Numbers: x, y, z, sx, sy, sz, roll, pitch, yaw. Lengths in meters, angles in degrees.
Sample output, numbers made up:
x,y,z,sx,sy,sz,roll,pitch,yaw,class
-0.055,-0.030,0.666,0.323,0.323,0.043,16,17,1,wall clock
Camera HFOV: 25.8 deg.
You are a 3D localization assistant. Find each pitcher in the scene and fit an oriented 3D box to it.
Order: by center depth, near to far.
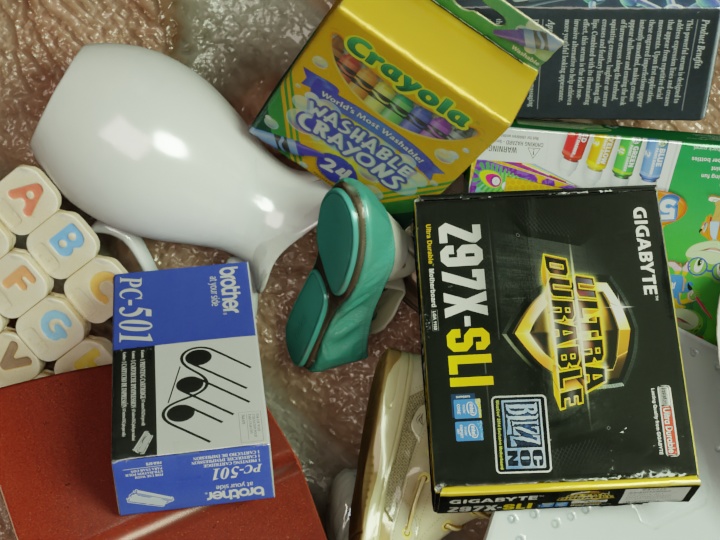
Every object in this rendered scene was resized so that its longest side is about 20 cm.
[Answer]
x,y,z,sx,sy,sz,roll,pitch,yaw,class
-0.134,-0.051,1.094,0.199,0.121,0.172,30,107,-8,pitcher

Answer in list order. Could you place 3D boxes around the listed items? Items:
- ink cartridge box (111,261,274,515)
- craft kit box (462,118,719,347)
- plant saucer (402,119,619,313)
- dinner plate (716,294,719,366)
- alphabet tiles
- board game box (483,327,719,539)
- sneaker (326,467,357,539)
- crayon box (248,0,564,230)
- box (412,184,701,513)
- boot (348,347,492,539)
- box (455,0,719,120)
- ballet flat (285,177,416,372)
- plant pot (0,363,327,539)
x,y,z,sx,sy,sz,roll,pitch,yaw,class
-0.108,0.068,0.990,0.093,0.200,0.044,-6,122,-4,ink cartridge box
0.162,0.001,1.071,0.199,0.049,0.199,4,107,-3,craft kit box
0.097,-0.051,1.111,0.199,0.029,0.201,0,91,5,plant saucer
0.291,0.086,1.022,0.024,0.200,0.201,-25,90,34,dinner plate
-0.257,0.022,1.104,0.195,0.015,0.200,-34,101,26,alphabet tiles
0.188,0.134,1.014,0.199,0.026,0.201,26,66,-11,board game box
-0.003,0.240,1.110,0.072,0.072,0.201,12,96,-5,sneaker
0.022,-0.112,0.981,0.125,0.200,0.052,33,59,-7,crayon box
0.117,0.047,0.977,0.159,0.049,0.201,-3,65,1,box
0.072,0.161,1.038,0.155,0.073,0.201,9,82,-7,boot
0.129,-0.188,1.033,0.199,0.107,0.149,1,55,4,box
0.000,0.000,1.057,0.070,0.200,0.068,-10,59,-20,ballet flat
-0.123,0.171,1.037,0.176,0.200,0.201,-23,126,-11,plant pot
